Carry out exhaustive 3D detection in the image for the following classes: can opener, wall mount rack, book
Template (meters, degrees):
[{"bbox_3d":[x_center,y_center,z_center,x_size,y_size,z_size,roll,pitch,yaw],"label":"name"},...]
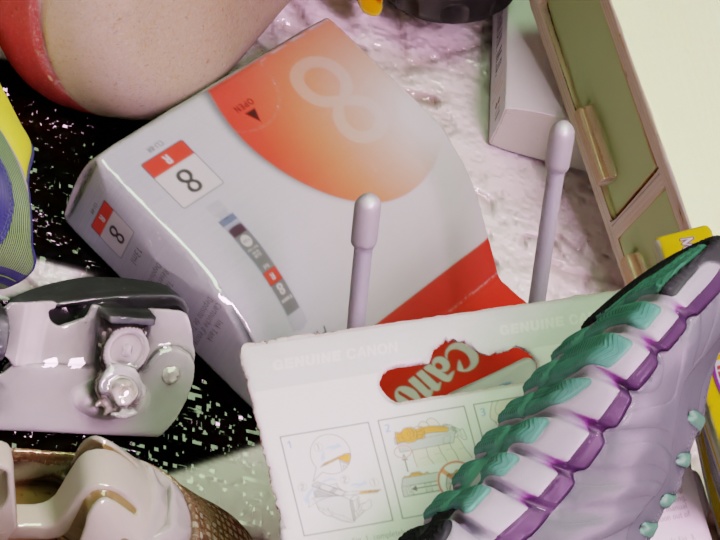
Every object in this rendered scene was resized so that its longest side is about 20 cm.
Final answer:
[{"bbox_3d":[-0.154,0.031,0.939,0.199,0.053,0.066,3,17,-30],"label":"can opener"},{"bbox_3d":[0.055,0.045,0.991,0.200,0.074,0.174,-22,88,-44],"label":"wall mount rack"},{"bbox_3d":[0.129,-0.123,1.242,0.133,0.048,0.200,14,47,-11],"label":"book"}]

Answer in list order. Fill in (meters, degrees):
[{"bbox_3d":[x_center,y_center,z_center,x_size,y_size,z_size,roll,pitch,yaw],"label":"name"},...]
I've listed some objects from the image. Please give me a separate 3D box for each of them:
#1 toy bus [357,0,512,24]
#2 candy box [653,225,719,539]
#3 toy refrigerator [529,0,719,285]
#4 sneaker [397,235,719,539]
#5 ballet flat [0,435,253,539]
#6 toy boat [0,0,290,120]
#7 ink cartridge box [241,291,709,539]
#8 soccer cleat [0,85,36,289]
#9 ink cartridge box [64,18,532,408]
[{"bbox_3d":[0.059,-0.227,1.212,0.199,0.136,0.192,-13,40,-18],"label":"toy bus"},{"bbox_3d":[0.147,0.081,0.972,0.026,0.200,0.102,-14,54,6],"label":"candy box"},{"bbox_3d":[0.140,-0.055,1.120,0.070,0.076,0.201,-11,72,-21],"label":"toy refrigerator"},{"bbox_3d":[0.082,0.081,0.863,0.088,0.074,0.200,44,76,-6],"label":"sneaker"},{"bbox_3d":[-0.119,0.087,0.888,0.199,0.065,0.071,6,49,-27],"label":"ballet flat"},{"bbox_3d":[-0.105,-0.154,1.093,0.130,0.131,0.200,11,38,21],"label":"toy boat"},{"bbox_3d":[0.047,0.117,0.905,0.162,0.050,0.201,-8,68,-18],"label":"ink cartridge box"},{"bbox_3d":[-0.172,-0.073,1.018,0.084,0.065,0.201,36,28,-43],"label":"soccer cleat"},{"bbox_3d":[0.000,0.000,1.047,0.200,0.050,0.162,42,44,12],"label":"ink cartridge box"}]
